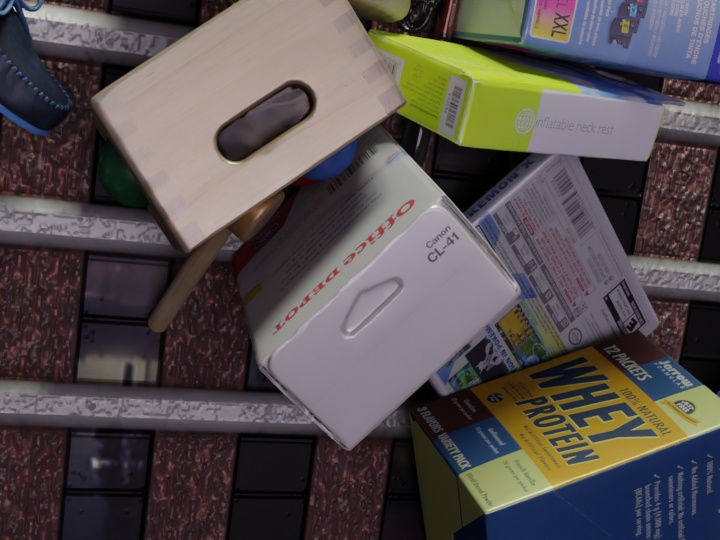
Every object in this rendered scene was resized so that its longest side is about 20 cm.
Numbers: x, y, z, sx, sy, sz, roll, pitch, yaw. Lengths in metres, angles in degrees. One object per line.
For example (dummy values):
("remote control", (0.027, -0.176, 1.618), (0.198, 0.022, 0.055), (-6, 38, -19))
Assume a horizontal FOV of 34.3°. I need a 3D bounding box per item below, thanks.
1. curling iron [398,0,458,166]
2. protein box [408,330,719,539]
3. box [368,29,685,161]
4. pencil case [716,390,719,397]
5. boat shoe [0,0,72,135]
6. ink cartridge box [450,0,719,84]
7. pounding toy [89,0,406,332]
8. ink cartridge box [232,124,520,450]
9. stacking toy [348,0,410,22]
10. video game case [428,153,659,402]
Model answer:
("curling iron", (0.037, -0.120, 0.839), (0.049, 0.026, 0.204), (8, 105, 6))
("protein box", (0.160, 0.186, 0.866), (0.197, 0.135, 0.202), (-17, 119, -15))
("box", (0.110, -0.117, 0.789), (0.197, 0.122, 0.048), (1, 112, -36))
("pencil case", (0.375, 0.058, 0.960), (0.201, 0.078, 0.087), (-53, 141, -2))
("boat shoe", (-0.240, -0.172, 0.701), (0.068, 0.084, 0.201), (-38, 113, 5))
("ink cartridge box", (0.177, -0.180, 0.811), (0.196, 0.136, 0.078), (5, 102, -19))
("pounding toy", (-0.084, -0.068, 0.738), (0.199, 0.184, 0.143), (-35, 98, -8))
("ink cartridge box", (0.000, 0.000, 0.748), (0.147, 0.200, 0.086), (-43, 113, 6))
("stacking toy", (0.016, -0.274, 0.771), (0.084, 0.085, 0.204), (14, 93, -20))
("video game case", (0.123, 0.030, 0.879), (0.182, 0.022, 0.201), (-40, 124, -7))
